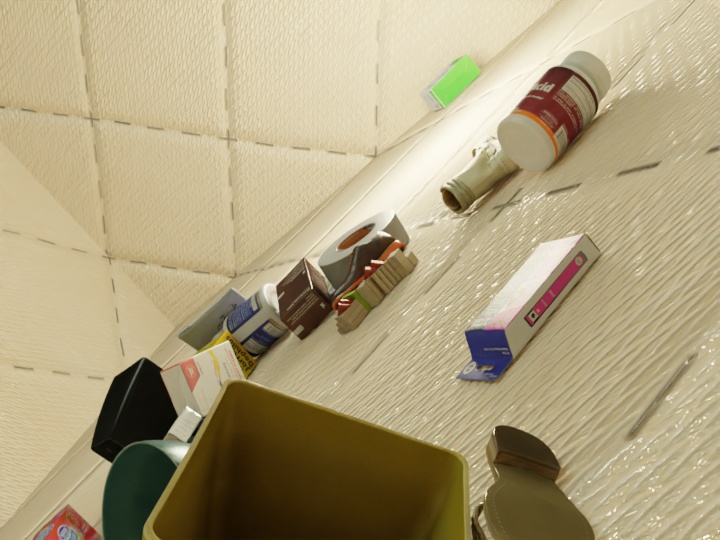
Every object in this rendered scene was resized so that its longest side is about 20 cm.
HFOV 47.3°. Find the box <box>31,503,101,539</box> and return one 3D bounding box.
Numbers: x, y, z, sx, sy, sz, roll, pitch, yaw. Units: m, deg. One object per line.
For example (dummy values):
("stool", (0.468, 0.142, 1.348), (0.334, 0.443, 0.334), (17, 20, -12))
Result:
("box", (-0.585, 0.552, 1.578), (0.095, 0.100, 0.200), (-42, 10, 3))

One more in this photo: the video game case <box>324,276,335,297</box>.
("video game case", (-0.044, 0.018, 1.894), (0.181, 0.022, 0.201), (-38, 13, 24))

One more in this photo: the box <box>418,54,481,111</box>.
("box", (0.345, -0.721, 3.177), (0.200, 0.097, 0.176), (-44, 13, -3))

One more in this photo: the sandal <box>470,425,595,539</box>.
("sandal", (0.113, 0.185, 0.587), (0.212, 0.076, 0.071), (-58, -13, -77))

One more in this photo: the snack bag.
("snack bag", (-0.321, 0.147, 2.017), (0.188, 0.200, 0.021), (-41, 46, 2))

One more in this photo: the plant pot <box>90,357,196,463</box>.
("plant pot", (-0.469, 0.337, 1.787), (0.199, 0.199, 0.179), (-30, 27, 48))

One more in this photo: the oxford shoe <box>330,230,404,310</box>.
("oxford shoe", (0.000, 0.000, 1.605), (0.200, 0.072, 0.072), (-43, -21, -30))

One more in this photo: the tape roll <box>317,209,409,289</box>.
("tape roll", (0.006, -0.044, 1.755), (0.198, 0.067, 0.201), (-32, 15, 9))

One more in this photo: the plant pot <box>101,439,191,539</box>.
("plant pot", (-0.202, 0.300, 0.995), (0.199, 0.203, 0.134), (-35, -22, 35))

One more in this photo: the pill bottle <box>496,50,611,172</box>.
("pill bottle", (0.331, -0.273, 1.392), (0.200, 0.114, 0.114), (-47, 11, -20))

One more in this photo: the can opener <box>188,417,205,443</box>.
("can opener", (-0.284, 0.309, 1.598), (0.066, 0.054, 0.199), (-7, -11, -35))

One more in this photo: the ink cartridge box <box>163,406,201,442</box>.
("ink cartridge box", (-0.384, 0.378, 1.543), (0.201, 0.043, 0.174), (-56, 3, 25))

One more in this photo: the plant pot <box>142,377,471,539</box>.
("plant pot", (-0.044, 0.224, 0.572), (0.200, 0.197, 0.179), (-73, 1, -71))

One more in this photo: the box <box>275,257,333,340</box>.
("box", (-0.126, 0.059, 1.804), (0.100, 0.075, 0.200), (-44, 22, 7))

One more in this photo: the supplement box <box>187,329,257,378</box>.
("supplement box", (-0.352, 0.246, 1.899), (0.199, 0.109, 0.110), (-34, 13, 36))

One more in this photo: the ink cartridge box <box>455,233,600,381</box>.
("ink cartridge box", (0.181, 0.042, 0.930), (0.200, 0.037, 0.094), (-49, 11, -18))

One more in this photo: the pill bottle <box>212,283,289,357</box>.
("pill bottle", (-0.254, 0.135, 1.941), (0.199, 0.120, 0.120), (-38, 11, 21))

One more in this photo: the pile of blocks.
("pile of blocks", (0.016, 0.027, 1.522), (0.200, 0.062, 0.082), (-44, 11, -10))

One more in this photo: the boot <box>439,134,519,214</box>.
("boot", (0.215, -0.181, 1.574), (0.155, 0.073, 0.200), (-40, 16, -1))

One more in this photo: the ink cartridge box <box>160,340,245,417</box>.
("ink cartridge box", (-0.307, 0.222, 1.701), (0.067, 0.118, 0.199), (-23, 1, 31))
